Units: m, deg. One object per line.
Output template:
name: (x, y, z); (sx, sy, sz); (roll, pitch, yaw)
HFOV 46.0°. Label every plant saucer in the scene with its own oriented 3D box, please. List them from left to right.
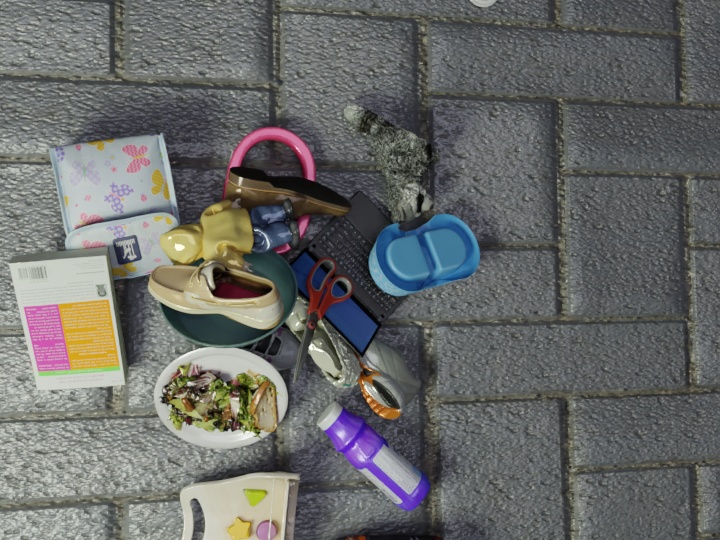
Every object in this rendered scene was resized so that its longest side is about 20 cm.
plant saucer: (-0.187, 0.040, 1.211); (0.196, 0.036, 0.202); (2, 47, -2)

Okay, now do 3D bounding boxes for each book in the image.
book: (-0.413, 0.072, 1.210); (0.131, 0.048, 0.204); (-5, 115, -9)

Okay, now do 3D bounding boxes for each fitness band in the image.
fitness band: (-0.143, -0.123, 1.332); (0.141, 0.037, 0.204); (10, 86, -13)

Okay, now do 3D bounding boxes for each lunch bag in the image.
lunch bag: (-0.349, -0.089, 1.239); (0.166, 0.127, 0.204); (-9, 98, -13)

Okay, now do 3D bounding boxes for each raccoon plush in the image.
raccoon plush: (0.038, -0.163, 1.370); (0.198, 0.097, 0.136); (31, 93, 20)

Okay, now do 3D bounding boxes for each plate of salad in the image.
plate of salad: (-0.205, 0.197, 1.247); (0.196, 0.048, 0.203); (-3, 125, -4)

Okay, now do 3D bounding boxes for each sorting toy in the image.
sorting toy: (-0.186, 0.392, 1.268); (0.176, 0.107, 0.204); (6, 86, -5)

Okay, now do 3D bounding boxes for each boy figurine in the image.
boy figurine: (-0.185, -0.044, 1.213); (0.196, 0.065, 0.126); (-14, 63, -15)

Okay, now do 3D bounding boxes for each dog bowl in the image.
dog bowl: (0.098, -0.021, 1.346); (0.197, 0.050, 0.113); (-13, 76, -33)

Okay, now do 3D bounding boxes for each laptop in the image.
laptop: (0.000, 0.000, 1.319); (0.177, 0.103, 0.200); (45, 80, -4)

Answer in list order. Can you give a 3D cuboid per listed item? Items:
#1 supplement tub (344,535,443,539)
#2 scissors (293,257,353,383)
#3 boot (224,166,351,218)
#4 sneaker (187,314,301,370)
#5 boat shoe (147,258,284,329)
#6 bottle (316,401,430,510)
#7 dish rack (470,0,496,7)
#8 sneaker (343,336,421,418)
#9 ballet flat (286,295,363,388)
supplement tub: (0.034, 0.463, 1.306); (0.196, 0.107, 0.109); (4, 86, -12)
scissors: (-0.074, 0.067, 1.237); (0.073, 0.014, 0.201); (39, 56, -11)
boot: (-0.112, -0.101, 1.301); (0.196, 0.074, 0.077); (10, 112, -17)
sneaker: (-0.170, 0.102, 1.259); (0.197, 0.140, 0.079); (17, 83, -11)
boat shoe: (-0.198, 0.019, 1.157); (0.196, 0.070, 0.074); (12, 47, 8)
bottle: (0.019, 0.287, 1.324); (0.200, 0.083, 0.065); (43, 80, -7)
dish rack: (0.203, -0.571, 1.434); (0.172, 0.044, 0.200); (-44, 96, -11)
sneaker: (0.017, 0.135, 1.347); (0.092, 0.076, 0.201); (-31, 81, -44)
ballet flat: (-0.070, 0.094, 1.294); (0.071, 0.072, 0.201); (-36, 78, -12)
